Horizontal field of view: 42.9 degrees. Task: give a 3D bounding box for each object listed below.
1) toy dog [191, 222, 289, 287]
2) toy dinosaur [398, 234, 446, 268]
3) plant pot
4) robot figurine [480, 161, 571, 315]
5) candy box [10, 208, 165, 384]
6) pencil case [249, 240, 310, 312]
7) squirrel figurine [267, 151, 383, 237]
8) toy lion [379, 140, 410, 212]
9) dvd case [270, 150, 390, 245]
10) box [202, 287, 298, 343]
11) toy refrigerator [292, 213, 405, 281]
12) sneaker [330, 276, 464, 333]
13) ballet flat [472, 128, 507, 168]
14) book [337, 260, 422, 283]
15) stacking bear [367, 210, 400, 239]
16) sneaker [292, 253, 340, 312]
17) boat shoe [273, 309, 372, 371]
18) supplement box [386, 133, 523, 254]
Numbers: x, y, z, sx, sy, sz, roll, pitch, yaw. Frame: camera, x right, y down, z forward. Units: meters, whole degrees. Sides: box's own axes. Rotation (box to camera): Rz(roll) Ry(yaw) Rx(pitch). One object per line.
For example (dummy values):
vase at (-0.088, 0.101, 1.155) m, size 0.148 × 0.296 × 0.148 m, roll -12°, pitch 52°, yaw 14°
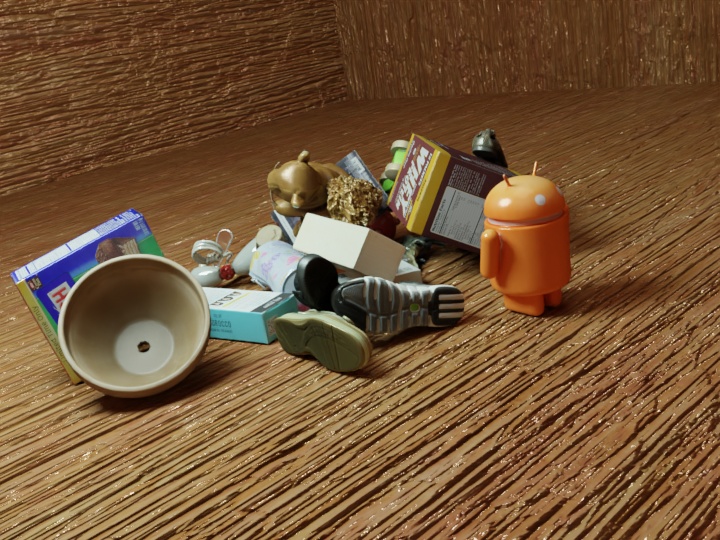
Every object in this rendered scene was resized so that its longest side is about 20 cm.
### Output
toy dog at (-0.206, -0.034, 1.630) m, size 0.197 × 0.133 × 0.097 m, roll -3°, pitch 45°, yaw -8°
toy dinosaur at (0.106, -0.044, 1.616) m, size 0.087 × 0.048 × 0.200 m, roll -15°, pitch 13°, yaw 5°
plant pot at (-0.299, 0.088, 1.241) m, size 0.198 × 0.093 × 0.203 m, roll 2°, pitch 59°, yaw -3°
robot figurine at (0.229, -0.042, 1.261) m, size 0.142 × 0.203 × 0.117 m, roll -8°, pitch 16°, yaw 1°
candy box at (-0.369, 0.034, 1.316) m, size 0.199 × 0.170 × 0.077 m, roll -31°, pitch 21°, yaw -17°
pencil case at (-0.117, 0.009, 1.486) m, size 0.090 × 0.084 × 0.200 m, roll -15°, pitch 18°, yaw -19°
squirrel figurine at (-0.061, -0.134, 1.562) m, size 0.198 × 0.143 × 0.187 m, roll 12°, pitch -10°, yaw 20°
toy lion at (0.129, -0.145, 1.703) m, size 0.189 × 0.069 × 0.200 m, roll 17°, pitch -23°, yaw -2°
dvd case at (-0.054, -0.111, 1.675) m, size 0.199 × 0.016 × 0.149 m, roll -36°, pitch 57°, yaw 3°
box at (-0.195, 0.066, 1.398) m, size 0.198 × 0.050 × 0.082 m, roll 3°, pitch 21°, yaw 36°
toy refrigerator at (-0.020, -0.038, 1.408) m, size 0.075 × 0.071 × 0.199 m, roll 24°, pitch -4°, yaw -31°
sneaker at (0.038, 0.047, 1.292) m, size 0.198 × 0.076 × 0.115 m, roll 5°, pitch 2°, yaw -22°
ballet flat at (0.233, -0.215, 1.658) m, size 0.067 × 0.047 × 0.200 m, roll 7°, pitch -5°, yaw 14°
book at (0.000, 0.000, 1.525) m, size 0.132 × 0.049 × 0.200 m, roll -14°, pitch 19°, yaw -19°
stacking bear at (-0.019, -0.086, 1.719) m, size 0.198 × 0.115 × 0.121 m, roll 11°, pitch 26°, yaw 39°
sneaker at (-0.064, 0.025, 1.292) m, size 0.104 × 0.200 × 0.060 m, roll 26°, pitch 76°, yaw 36°
boat shoe at (-0.041, 0.085, 1.222) m, size 0.063 × 0.074 × 0.200 m, roll -24°, pitch 14°, yaw -32°
supplement box at (0.172, -0.120, 1.525) m, size 0.198 × 0.134 × 0.197 m, roll 18°, pitch 13°, yaw -14°
